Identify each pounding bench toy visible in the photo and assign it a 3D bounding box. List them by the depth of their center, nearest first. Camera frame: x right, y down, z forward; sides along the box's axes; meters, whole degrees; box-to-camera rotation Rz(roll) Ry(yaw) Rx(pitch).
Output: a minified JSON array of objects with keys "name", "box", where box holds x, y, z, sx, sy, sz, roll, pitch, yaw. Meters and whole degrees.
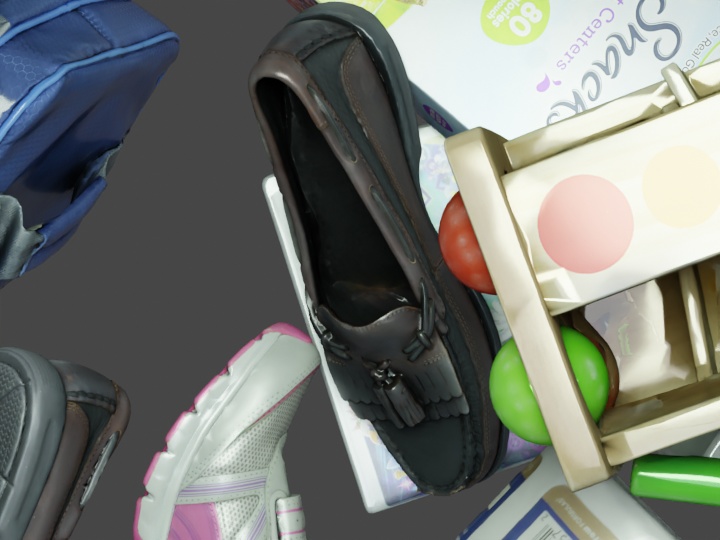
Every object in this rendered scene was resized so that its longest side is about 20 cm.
[{"name":"pounding bench toy","box":[0.126,0.030,0.991,0.155,0.124,0.201,-21,86,8]}]

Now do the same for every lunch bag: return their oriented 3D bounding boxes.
[{"name":"lunch bag","box":[-0.155,-0.059,1.049,0.132,0.200,0.136,35,109,4]}]

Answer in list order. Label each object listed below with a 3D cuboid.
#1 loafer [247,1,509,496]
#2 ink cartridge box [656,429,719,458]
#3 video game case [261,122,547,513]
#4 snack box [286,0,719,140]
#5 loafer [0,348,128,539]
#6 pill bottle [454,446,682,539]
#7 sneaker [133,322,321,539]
[{"name":"loafer","box":[0.000,0.000,1.085,0.071,0.063,0.201,-9,106,33]},{"name":"ink cartridge box","box":[0.239,0.072,1.106,0.199,0.088,0.146,35,93,-7]},{"name":"video game case","box":[0.075,0.000,1.149,0.199,0.018,0.144,-18,90,-1]},{"name":"snack box","box":[0.094,-0.113,1.113,0.200,0.068,0.169,40,86,7]},{"name":"loafer","box":[-0.145,0.129,1.101,0.063,0.072,0.201,12,105,-44]},{"name":"pill bottle","box":[0.050,0.171,1.096,0.111,0.111,0.200,45,92,0]},{"name":"sneaker","box":[-0.049,0.120,1.113,0.088,0.081,0.201,21,95,4]}]
